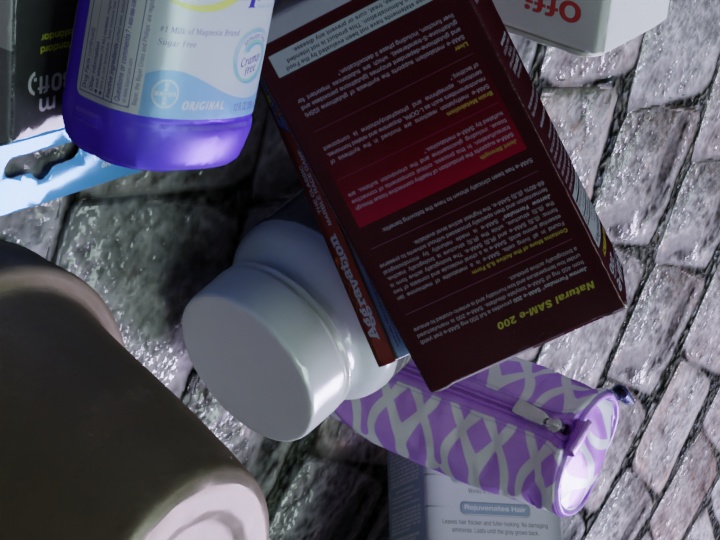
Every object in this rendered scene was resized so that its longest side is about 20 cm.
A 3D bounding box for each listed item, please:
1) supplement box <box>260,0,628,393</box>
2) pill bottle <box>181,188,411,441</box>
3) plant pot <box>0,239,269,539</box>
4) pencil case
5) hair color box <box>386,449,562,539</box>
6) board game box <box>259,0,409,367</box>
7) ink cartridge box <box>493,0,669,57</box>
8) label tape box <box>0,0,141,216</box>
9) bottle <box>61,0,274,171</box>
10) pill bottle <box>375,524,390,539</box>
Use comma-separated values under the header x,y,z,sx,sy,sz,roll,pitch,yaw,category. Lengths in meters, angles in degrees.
x,y,z,sx,sy,sz,roll,pitch,yaw,category
0.039,-0.055,0.840,0.201,0.108,0.061,62,16,-13,supplement box
0.000,0.000,0.980,0.200,0.113,0.114,-41,141,-36,pill bottle
-0.141,0.108,0.784,0.200,0.174,0.201,-35,138,-39,plant pot
0.055,0.079,1.038,0.085,0.199,0.084,34,76,-64,pencil case
0.074,0.172,1.130,0.098,0.061,0.201,6,72,-22,hair color box
0.011,-0.060,0.922,0.103,0.019,0.201,-23,90,-36,board game box
0.102,-0.237,0.947,0.083,0.146,0.201,-30,135,-46,ink cartridge box
-0.119,-0.112,0.776,0.144,0.063,0.201,-23,128,-47,label tape box
-0.068,-0.143,0.709,0.083,0.065,0.201,-8,117,-51,bottle
0.034,0.245,1.189,0.200,0.115,0.116,-47,143,-28,pill bottle
